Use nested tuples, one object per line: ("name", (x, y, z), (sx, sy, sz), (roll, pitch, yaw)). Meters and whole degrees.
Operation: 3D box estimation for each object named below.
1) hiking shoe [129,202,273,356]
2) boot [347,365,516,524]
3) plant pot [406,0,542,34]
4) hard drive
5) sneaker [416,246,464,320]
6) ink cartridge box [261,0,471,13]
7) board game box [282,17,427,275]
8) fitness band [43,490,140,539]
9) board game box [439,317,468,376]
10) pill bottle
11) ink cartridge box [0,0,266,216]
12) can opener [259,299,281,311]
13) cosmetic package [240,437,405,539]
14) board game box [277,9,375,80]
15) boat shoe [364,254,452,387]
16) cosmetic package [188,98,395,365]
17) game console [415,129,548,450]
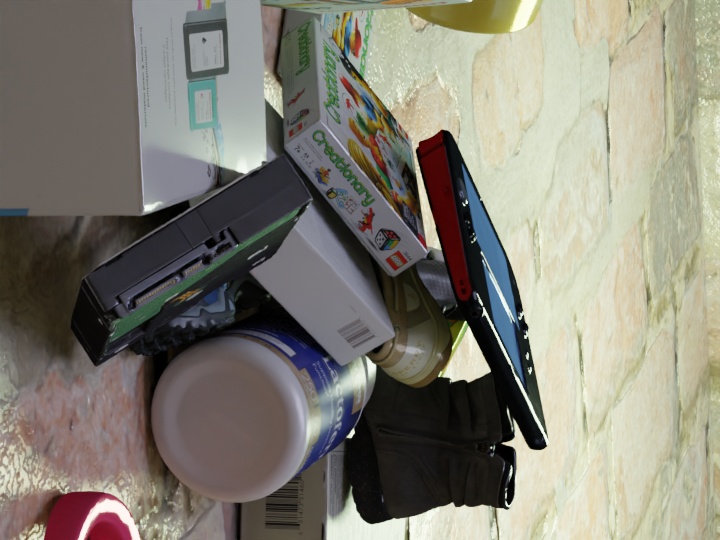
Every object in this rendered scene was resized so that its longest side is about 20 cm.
("hiking shoe", (-0.119, 0.001, 1.690), (0.087, 0.074, 0.200), (66, 20, -3))
("boot", (0.051, 0.089, 1.886), (0.070, 0.131, 0.201), (-9, 87, -71))
("plant pot", (0.109, -0.320, 2.187), (0.201, 0.200, 0.189), (-56, 158, -60))
("hard drive", (-0.106, -0.004, 1.492), (0.038, 0.139, 0.200), (57, -12, 2))
("sneaker", (0.034, 0.019, 2.007), (0.200, 0.066, 0.091), (24, 60, -26))
("ink cartridge box", (-0.026, -0.262, 1.754), (0.200, 0.145, 0.145), (-3, 93, -58))
("board game box", (-0.007, -0.092, 1.777), (0.126, 0.035, 0.200), (50, 15, -23))
("fitness band", (-0.169, 0.236, 1.576), (0.144, 0.037, 0.201), (-69, 154, -53))
("board game box", (0.026, 0.059, 2.044), (0.200, 0.101, 0.048), (-60, 170, -57))
("pill bottle", (-0.062, 0.088, 1.767), (0.200, 0.115, 0.116), (-29, 118, -70))
("ink cartridge box", (-0.156, -0.114, 1.419), (0.200, 0.146, 0.147), (-27, 116, -71))
("can opener", (-0.049, -0.012, 1.905), (0.067, 0.053, 0.201), (-25, 113, -71))
("cosmetic package", (-0.027, 0.181, 1.948), (0.200, 0.073, 0.104), (18, 73, -72))
("board game box", (-0.022, -0.223, 2.010), (0.126, 0.034, 0.201), (52, 42, -63))
("boat shoe", (-0.001, 0.002, 1.809), (0.063, 0.073, 0.201), (23, 30, -43))
("cosmetic package", (-0.059, -0.047, 1.710), (0.200, 0.052, 0.151), (48, 20, -43))
("game console", (0.093, 0.012, 1.812), (0.200, 0.031, 0.177), (61, 11, -47))
